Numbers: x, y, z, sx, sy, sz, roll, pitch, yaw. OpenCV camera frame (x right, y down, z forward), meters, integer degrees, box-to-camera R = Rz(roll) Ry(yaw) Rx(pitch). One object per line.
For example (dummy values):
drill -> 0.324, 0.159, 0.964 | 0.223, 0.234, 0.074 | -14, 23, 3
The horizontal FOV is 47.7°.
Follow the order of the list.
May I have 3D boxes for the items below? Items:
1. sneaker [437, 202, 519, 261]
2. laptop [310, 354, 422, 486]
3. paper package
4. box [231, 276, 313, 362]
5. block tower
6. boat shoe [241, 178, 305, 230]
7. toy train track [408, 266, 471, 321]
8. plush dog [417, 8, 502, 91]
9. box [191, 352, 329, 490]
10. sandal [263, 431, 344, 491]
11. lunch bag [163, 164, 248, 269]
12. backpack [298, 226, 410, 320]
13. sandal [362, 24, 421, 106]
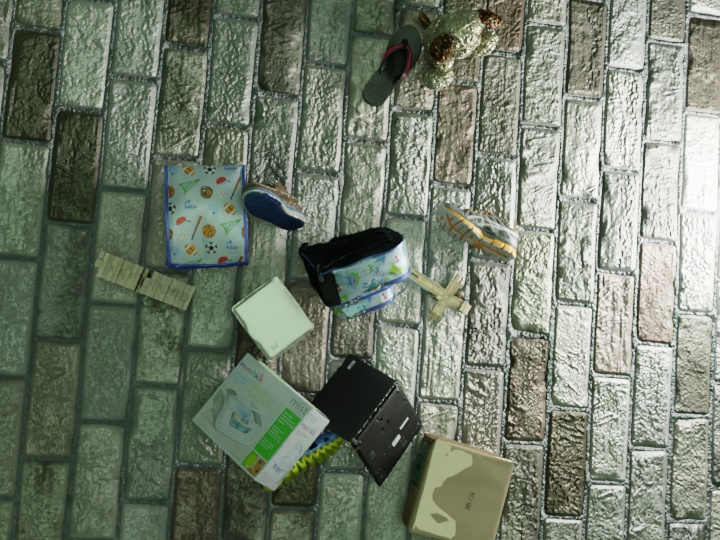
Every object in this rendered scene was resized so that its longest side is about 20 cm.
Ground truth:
sneaker -> 0.258, -0.096, 1.773 | 0.200, 0.078, 0.077 | 30, 69, -10
laptop -> 0.010, 0.309, 1.694 | 0.177, 0.103, 0.200 | -49, 121, -34
paper package -> 0.201, 0.465, 1.706 | 0.190, 0.103, 0.201 | 18, 84, -9
box -> -0.178, 0.095, 1.614 | 0.109, 0.200, 0.128 | -37, 93, -9
block tower -> -0.435, 0.022, 1.648 | 0.199, 0.058, 0.054 | 22, 83, -6
boat shoe -> -0.183, -0.142, 1.648 | 0.072, 0.200, 0.073 | -21, 67, 16
toy train track -> 0.154, 0.033, 1.761 | 0.200, 0.033, 0.115 | 33, 82, -5
plush dog -> 0.200, -0.499, 1.724 | 0.200, 0.172, 0.161 | -39, 101, -10
box -> -0.195, 0.296, 1.606 | 0.200, 0.097, 0.177 | 35, 80, 31
sandal -> -0.123, 0.367, 1.672 | 0.199, 0.080, 0.087 | -24, 64, -18
lunch bag -> -0.311, -0.102, 1.644 | 0.169, 0.124, 0.201 | -4, 78, -10
backpack -> 0.000, 0.000, 1.667 | 0.199, 0.183, 0.147 | -22, 113, -11
sandal -> 0.075, -0.446, 1.771 | 0.075, 0.045, 0.200 | 31, 82, -7
